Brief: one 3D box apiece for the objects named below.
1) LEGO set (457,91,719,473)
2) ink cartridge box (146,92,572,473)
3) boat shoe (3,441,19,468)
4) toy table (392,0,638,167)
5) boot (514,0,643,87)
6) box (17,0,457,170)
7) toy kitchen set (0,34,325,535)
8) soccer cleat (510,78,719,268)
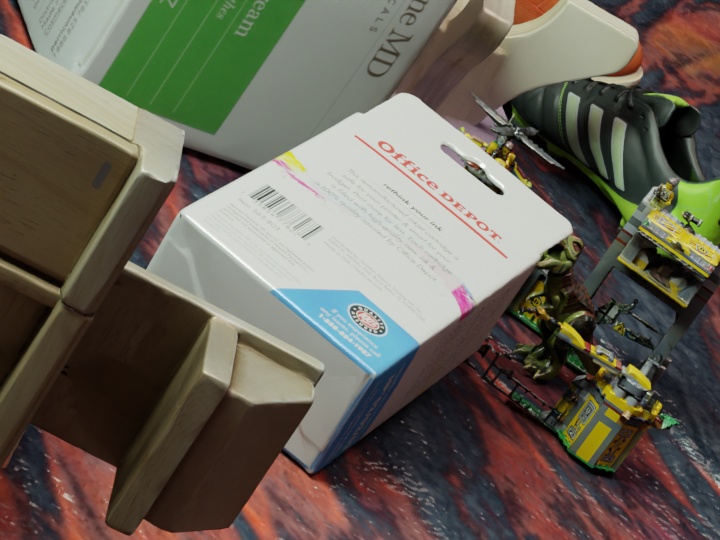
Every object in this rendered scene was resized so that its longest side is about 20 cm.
[{"bbox_3d":[0.102,-0.007,1.369,0.200,0.116,0.154,39,24,13],"label":"LEGO set"},{"bbox_3d":[0.000,0.000,1.249,0.115,0.068,0.200,40,35,13],"label":"ink cartridge box"},{"bbox_3d":[-0.155,0.011,1.066,0.059,0.072,0.200,20,23,-16],"label":"boat shoe"},{"bbox_3d":[0.051,-0.134,1.556,0.184,0.117,0.200,25,26,-20],"label":"toy table"},{"bbox_3d":[0.115,-0.187,1.755,0.200,0.107,0.075,25,23,-23],"label":"boot"},{"bbox_3d":[-0.062,-0.188,1.406,0.171,0.199,0.200,18,30,-34],"label":"box"},{"bbox_3d":[-0.105,0.070,0.848,0.163,0.200,0.180,27,24,-13],"label":"toy kitchen set"},{"bbox_3d":[0.156,-0.085,1.637,0.068,0.081,0.200,4,37,-49],"label":"soccer cleat"}]
